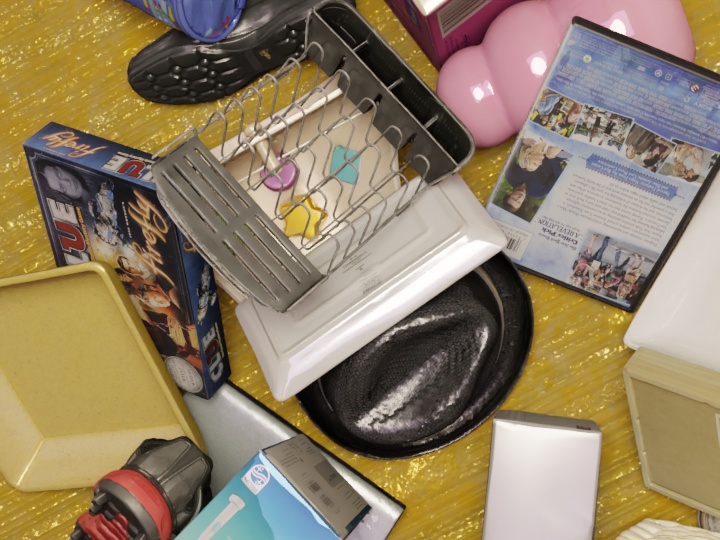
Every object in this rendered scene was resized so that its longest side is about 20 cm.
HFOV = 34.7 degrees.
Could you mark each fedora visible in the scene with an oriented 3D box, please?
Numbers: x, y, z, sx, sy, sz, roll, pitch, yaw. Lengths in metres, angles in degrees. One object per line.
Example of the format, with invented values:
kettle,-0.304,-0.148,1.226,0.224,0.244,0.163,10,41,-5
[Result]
fedora,0.040,0.065,0.859,0.198,0.092,0.203,-1,106,-2

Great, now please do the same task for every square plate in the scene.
square plate,0.317,0.005,0.822,0.197,0.028,0.201,21,73,44

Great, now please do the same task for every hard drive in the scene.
hard drive,-0.083,0.191,0.925,0.199,0.033,0.140,33,92,9

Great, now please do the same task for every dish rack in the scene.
dish rack,-0.036,-0.075,0.783,0.154,0.055,0.200,46,61,5

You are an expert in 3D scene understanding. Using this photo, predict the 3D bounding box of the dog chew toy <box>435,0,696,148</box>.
dog chew toy,0.147,-0.156,0.873,0.198,0.124,0.126,-21,84,14

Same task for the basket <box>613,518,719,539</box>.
basket,0.231,0.285,0.801,0.134,0.123,0.203,8,99,29

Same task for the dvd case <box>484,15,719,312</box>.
dvd case,0.179,-0.070,0.844,0.141,0.018,0.201,21,124,-2

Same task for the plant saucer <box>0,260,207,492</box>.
plant saucer,-0.227,0.078,0.893,0.198,0.049,0.202,-9,120,24

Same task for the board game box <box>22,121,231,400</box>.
board game box,-0.172,-0.004,0.869,0.134,0.202,0.035,18,45,25

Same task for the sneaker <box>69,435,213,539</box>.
sneaker,-0.159,0.178,0.860,0.071,0.201,0.098,45,56,5

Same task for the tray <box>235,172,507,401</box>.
tray,0.000,0.000,0.833,0.199,0.022,0.108,-35,47,3

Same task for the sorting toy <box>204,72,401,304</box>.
sorting toy,-0.044,-0.037,0.906,0.198,0.107,0.181,-29,93,1

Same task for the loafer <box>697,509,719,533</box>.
loafer,0.327,0.246,0.847,0.072,0.063,0.201,-37,82,4

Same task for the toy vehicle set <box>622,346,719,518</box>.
toy vehicle set,0.279,0.134,0.792,0.199,0.125,0.026,20,50,41

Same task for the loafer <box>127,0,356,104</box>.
loafer,-0.097,-0.193,0.940,0.198,0.068,0.071,-19,54,12

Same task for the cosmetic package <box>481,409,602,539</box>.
cosmetic package,0.129,0.209,0.857,0.089,0.107,0.203,3,85,9

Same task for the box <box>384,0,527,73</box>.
box,0.034,-0.270,0.863,0.096,0.176,0.201,-36,83,4

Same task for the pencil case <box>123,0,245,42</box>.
pencil case,-0.170,-0.248,0.913,0.199,0.086,0.079,33,122,34

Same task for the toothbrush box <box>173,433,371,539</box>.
toothbrush box,-0.097,0.222,0.835,0.200,0.146,0.085,-45,82,3
